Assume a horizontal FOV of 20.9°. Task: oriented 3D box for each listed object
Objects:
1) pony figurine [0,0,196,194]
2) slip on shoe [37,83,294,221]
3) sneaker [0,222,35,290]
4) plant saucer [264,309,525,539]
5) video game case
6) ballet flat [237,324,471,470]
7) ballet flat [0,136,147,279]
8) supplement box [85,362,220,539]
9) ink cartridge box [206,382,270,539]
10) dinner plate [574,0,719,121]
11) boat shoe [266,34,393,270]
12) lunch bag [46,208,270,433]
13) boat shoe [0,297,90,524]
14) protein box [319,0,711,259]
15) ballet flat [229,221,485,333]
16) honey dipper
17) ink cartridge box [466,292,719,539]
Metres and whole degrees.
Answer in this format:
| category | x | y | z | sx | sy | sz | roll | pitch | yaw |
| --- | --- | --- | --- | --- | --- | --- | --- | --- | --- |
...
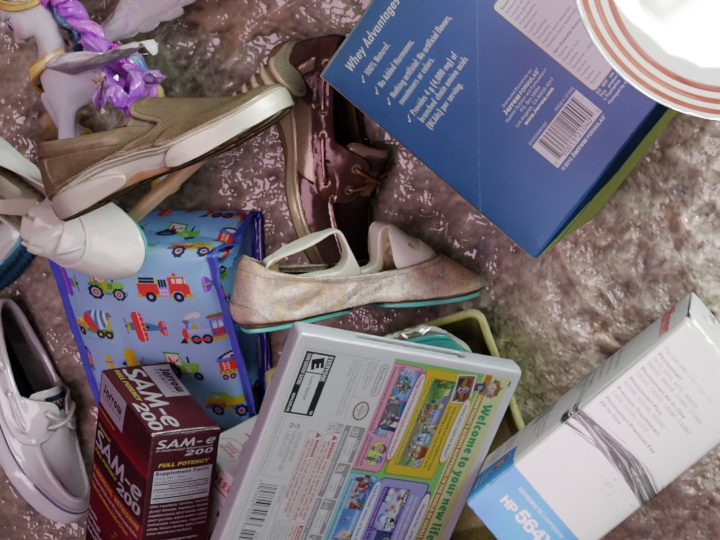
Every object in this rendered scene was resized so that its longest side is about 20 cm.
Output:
| category | x | y | z | sx | sy | sz | roll | pitch | yaw |
| --- | --- | --- | --- | --- | --- | --- | --- | --- | --- |
| pony figurine | -0.198 | -0.154 | 1.509 | 0.193 | 0.167 | 0.200 | -5 | 119 | 28 |
| slip on shoe | -0.145 | -0.100 | 1.414 | 0.200 | 0.076 | 0.061 | -23 | 90 | 22 |
| sneaker | -0.353 | -0.001 | 1.653 | 0.200 | 0.077 | 0.081 | -32 | 87 | 26 |
| plant saucer | 0.049 | 0.141 | 1.517 | 0.200 | 0.048 | 0.200 | -17 | 96 | 28 |
| video game case | 0.002 | 0.140 | 1.433 | 0.182 | 0.022 | 0.200 | 11 | 114 | -24 |
| ballet flat | -0.012 | 0.098 | 1.461 | 0.200 | 0.072 | 0.072 | -33 | 88 | 1 |
| ballet flat | -0.252 | -0.045 | 1.500 | 0.200 | 0.069 | 0.069 | 32 | 116 | 31 |
| supplement box | -0.167 | 0.186 | 1.531 | 0.109 | 0.061 | 0.200 | 42 | 130 | 52 |
| ink cartridge box | -0.082 | 0.199 | 1.543 | 0.115 | 0.068 | 0.200 | 42 | 133 | 24 |
| dinner plate | 0.232 | -0.186 | 1.237 | 0.200 | 0.024 | 0.200 | 0 | 74 | 0 |
| boat shoe | -0.013 | -0.081 | 1.477 | 0.072 | 0.072 | 0.200 | -10 | 93 | 28 |
| lunch bag | -0.153 | 0.058 | 1.575 | 0.151 | 0.094 | 0.200 | 3 | 114 | 22 |
| boat shoe | -0.277 | 0.118 | 1.649 | 0.065 | 0.074 | 0.200 | -30 | 91 | 33 |
| protein box | 0.122 | -0.156 | 1.354 | 0.200 | 0.135 | 0.199 | 41 | 116 | 10 |
| ballet flat | 0.000 | 0.000 | 1.439 | 0.068 | 0.200 | 0.067 | -162 | 66 | -66 |
| honey dipper | -0.122 | -0.086 | 1.473 | 0.200 | 0.038 | 0.038 | -40 | 85 | 24 |
| ink cartridge box | 0.181 | 0.115 | 1.366 | 0.200 | 0.146 | 0.084 | -40 | 88 | 13 |
